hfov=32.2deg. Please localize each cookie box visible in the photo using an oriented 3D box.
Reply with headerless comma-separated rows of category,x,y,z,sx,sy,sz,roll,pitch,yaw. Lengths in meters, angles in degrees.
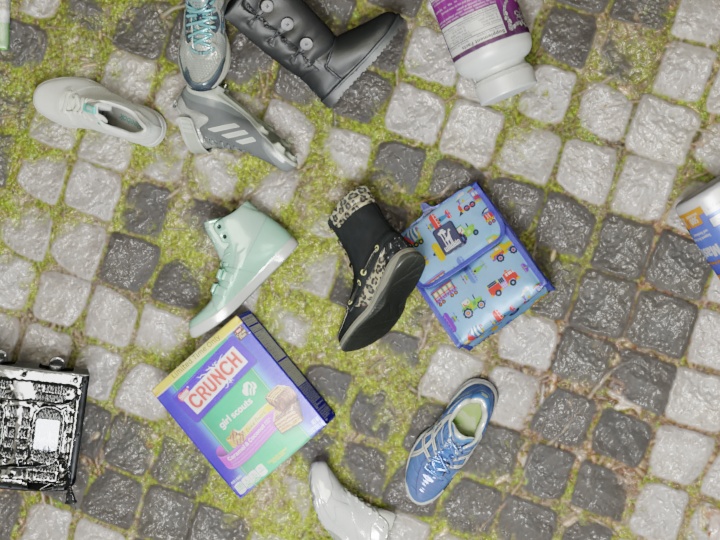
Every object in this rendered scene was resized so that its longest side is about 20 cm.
cookie box,-0.165,0.188,1.768,0.171,0.075,0.200,-41,87,8

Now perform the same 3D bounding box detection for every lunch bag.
lunch bag,0.147,-0.014,1.723,0.150,0.094,0.200,-37,76,9

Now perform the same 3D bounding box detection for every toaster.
toaster,-0.480,0.220,1.765,0.180,0.119,0.201,7,94,-11

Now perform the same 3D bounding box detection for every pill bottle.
pill bottle,0.165,-0.330,1.681,0.112,0.112,0.201,-21,91,8
pill bottle,0.515,-0.030,1.652,0.112,0.112,0.200,-33,88,8

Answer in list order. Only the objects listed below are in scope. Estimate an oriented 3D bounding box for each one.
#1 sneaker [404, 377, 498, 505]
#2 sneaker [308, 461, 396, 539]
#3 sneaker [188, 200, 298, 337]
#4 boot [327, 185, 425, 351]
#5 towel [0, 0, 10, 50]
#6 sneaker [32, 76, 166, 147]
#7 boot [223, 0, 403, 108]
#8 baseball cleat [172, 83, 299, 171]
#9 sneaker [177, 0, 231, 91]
sneaker,0.120,0.239,1.734,0.076,0.077,0.201,29,98,3
sneaker,-0.003,0.349,1.764,0.099,0.078,0.201,-27,98,1
sneaker,-0.196,-0.006,1.761,0.118,0.074,0.200,44,87,-3
boot,0.002,-0.001,1.739,0.154,0.073,0.204,57,134,30
towel,-0.582,-0.421,1.812,0.148,0.031,0.201,0,93,8
sneaker,-0.377,-0.229,1.767,0.199,0.088,0.076,16,96,6
boot,-0.064,-0.347,1.707,0.200,0.066,0.165,41,98,-12
baseball cleat,-0.180,-0.187,1.762,0.200,0.070,0.107,43,103,13
sneaker,-0.221,-0.348,1.722,0.077,0.086,0.201,1,78,8
